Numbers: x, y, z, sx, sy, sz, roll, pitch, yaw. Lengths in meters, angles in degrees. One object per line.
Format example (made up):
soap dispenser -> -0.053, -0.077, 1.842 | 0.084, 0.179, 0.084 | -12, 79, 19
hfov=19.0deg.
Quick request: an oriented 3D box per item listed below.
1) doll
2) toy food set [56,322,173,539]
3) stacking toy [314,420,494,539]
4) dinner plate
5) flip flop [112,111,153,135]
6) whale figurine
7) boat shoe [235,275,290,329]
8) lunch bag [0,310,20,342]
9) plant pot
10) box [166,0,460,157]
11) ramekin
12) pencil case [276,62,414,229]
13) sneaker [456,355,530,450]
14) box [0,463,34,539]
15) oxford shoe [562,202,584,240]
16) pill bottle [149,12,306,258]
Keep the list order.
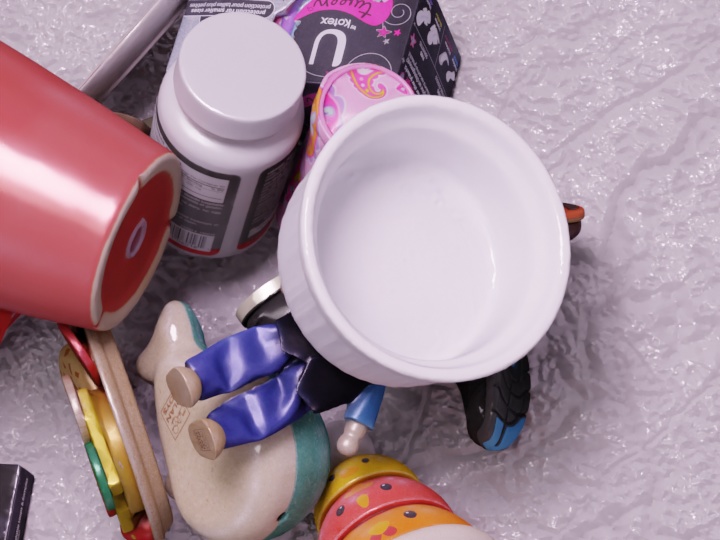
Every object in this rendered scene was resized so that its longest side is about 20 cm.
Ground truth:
doll -> -0.034, 0.070, 1.543 | 0.199, 0.048, 0.137 | -24, 88, -24
toy food set -> -0.194, 0.118, 1.664 | 0.048, 0.198, 0.201 | -18, 63, -8
stacking toy -> 0.008, 0.190, 1.624 | 0.146, 0.146, 0.200 | -35, 47, 3
dinner plate -> -0.190, -0.189, 1.800 | 0.024, 0.200, 0.200 | 43, 87, -10
flip flop -> -0.200, -0.111, 1.766 | 0.081, 0.058, 0.200 | 12, 29, 40
whale figurine -> -0.096, 0.113, 1.629 | 0.200, 0.103, 0.160 | 52, 127, 36
boat shoe -> 0.000, 0.001, 1.673 | 0.201, 0.074, 0.063 | -37, 73, -6
lunch bag -> -0.332, -0.006, 1.786 | 0.200, 0.082, 0.177 | -42, 59, 29
plant pot -> -0.240, -0.053, 1.593 | 0.176, 0.201, 0.201 | 22, 78, 11
box -> -0.037, -0.167, 1.748 | 0.199, 0.132, 0.115 | 6, 65, 20
ramekin -> 0.037, -0.014, 1.510 | 0.199, 0.098, 0.202 | 5, 76, -21
pencil case -> -0.010, -0.081, 1.670 | 0.087, 0.200, 0.088 | 4, 65, -9
sneaker -> 0.083, 0.052, 1.670 | 0.081, 0.073, 0.201 | -14, 56, 17
box -> -0.373, 0.228, 1.771 | 0.199, 0.036, 0.144 | 1, 70, 20
oxford shoe -> 0.080, 0.001, 1.627 | 0.199, 0.071, 0.073 | -19, 103, -5
pill bottle -> -0.105, -0.104, 1.655 | 0.113, 0.200, 0.115 | 6, 61, -10
